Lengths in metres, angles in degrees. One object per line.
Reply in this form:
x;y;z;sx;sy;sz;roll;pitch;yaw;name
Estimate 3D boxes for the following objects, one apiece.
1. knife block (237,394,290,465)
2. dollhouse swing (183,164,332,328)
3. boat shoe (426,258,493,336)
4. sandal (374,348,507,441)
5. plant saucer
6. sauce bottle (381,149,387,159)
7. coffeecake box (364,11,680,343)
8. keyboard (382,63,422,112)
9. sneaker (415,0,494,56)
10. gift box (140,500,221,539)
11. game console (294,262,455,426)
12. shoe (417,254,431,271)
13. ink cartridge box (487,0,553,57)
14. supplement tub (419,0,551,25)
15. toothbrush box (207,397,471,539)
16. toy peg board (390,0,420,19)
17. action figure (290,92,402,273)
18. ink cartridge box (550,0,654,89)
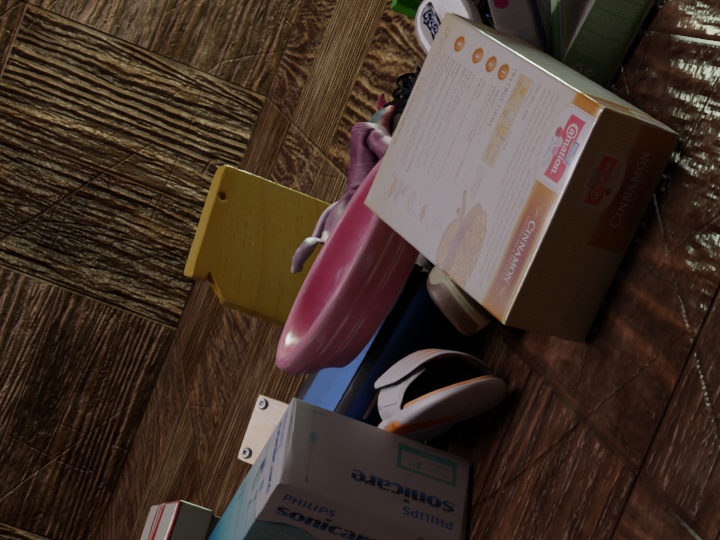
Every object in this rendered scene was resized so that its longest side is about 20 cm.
-0.022;0.172;1.581;0.200;0.175;0.064;16;85;34;knife block
-0.082;0.001;1.761;0.176;0.200;0.182;133;155;-61;dollhouse swing
0.096;-0.012;1.323;0.075;0.075;0.202;-40;16;13;boat shoe
0.043;0.093;1.288;0.207;0.079;0.059;136;122;-68;sandal
0.000;0.000;1.370;0.201;0.051;0.201;-59;10;17;plant saucer
0.080;-0.163;1.529;0.200;0.066;0.066;-57;5;-26;sauce bottle
0.103;-0.067;1.154;0.200;0.073;0.154;43;114;52;coffeecake box
0.044;-0.108;1.362;0.200;0.040;0.104;-93;-14;-67;keyboard
0.118;-0.134;1.403;0.073;0.112;0.200;-27;64;28;sneaker
-0.140;0.317;1.522;0.185;0.186;0.200;139;150;-69;gift box
-0.010;0.077;1.409;0.200;0.118;0.171;-61;-22;2;game console
0.071;-0.047;1.498;0.070;0.053;0.200;-80;15;-47;shoe
0.121;-0.190;1.276;0.095;0.037;0.200;-83;-20;-52;ink cartridge box
0.087;-0.284;1.468;0.123;0.200;0.123;-160;90;-79;supplement tub
-0.025;0.205;1.275;0.085;0.146;0.200;-81;16;-45;toothbrush box
0.116;-0.328;1.675;0.200;0.098;0.200;155;134;-74;toy peg board
0.007;-0.079;1.662;0.134;0.149;0.200;129;146;-74;action figure
0.203;-0.249;1.256;0.146;0.048;0.200;-83;15;-51;ink cartridge box
